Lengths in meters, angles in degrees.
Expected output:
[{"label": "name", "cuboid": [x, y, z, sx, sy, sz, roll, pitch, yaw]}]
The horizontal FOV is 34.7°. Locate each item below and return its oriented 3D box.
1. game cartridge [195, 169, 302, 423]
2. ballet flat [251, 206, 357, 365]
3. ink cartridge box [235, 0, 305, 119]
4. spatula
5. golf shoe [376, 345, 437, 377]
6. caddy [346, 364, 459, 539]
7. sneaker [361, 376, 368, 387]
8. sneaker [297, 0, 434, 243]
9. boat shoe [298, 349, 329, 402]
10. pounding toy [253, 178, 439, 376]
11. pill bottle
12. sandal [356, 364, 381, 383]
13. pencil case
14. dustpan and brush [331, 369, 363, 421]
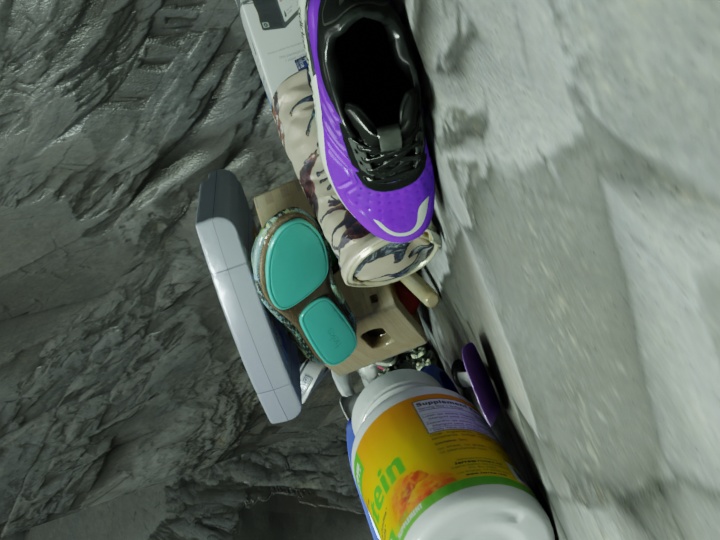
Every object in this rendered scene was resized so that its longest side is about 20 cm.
[{"label": "game cartridge", "cuboid": [-0.093, 0.025, 1.001, 0.133, 0.041, 0.201, -111, 2, -64]}, {"label": "ballet flat", "cuboid": [-0.057, 0.007, 0.960, 0.201, 0.074, 0.075, 73, 177, -50]}, {"label": "ink cartridge box", "cuboid": [-0.087, -0.276, 1.242, 0.145, 0.083, 0.201, -148, 40, -86]}, {"label": "spatula", "cuboid": [0.083, 0.081, 0.879, 0.200, 0.020, 0.057, 128, 120, -87]}, {"label": "golf shoe", "cuboid": [0.060, 0.126, 1.248, 0.088, 0.077, 0.200, 59, -172, -17]}, {"label": "caddy", "cuboid": [0.070, 0.186, 1.033, 0.141, 0.104, 0.201, -31, -76, -68]}, {"label": "sneaker", "cuboid": [0.014, 0.093, 1.496, 0.131, 0.079, 0.201, 52, 164, 57]}, {"label": "sneaker", "cuboid": [0.009, -0.091, 0.728, 0.100, 0.069, 0.201, -117, 9, -58]}, {"label": "boat shoe", "cuboid": [-0.060, 0.085, 1.268, 0.068, 0.072, 0.200, 31, -161, 4]}, {"label": "pounding toy", "cuboid": [0.000, 0.000, 1.122, 0.200, 0.141, 0.185, 50, -161, -68]}, {"label": "pill bottle", "cuboid": [0.056, 0.156, 0.851, 0.200, 0.110, 0.112, -122, 13, -62]}, {"label": "sandal", "cuboid": [0.020, 0.100, 1.365, 0.050, 0.082, 0.204, -28, 64, 45]}, {"label": "pencil case", "cuboid": [-0.004, -0.078, 0.908, 0.078, 0.089, 0.201, 16, -139, -48]}, {"label": "dustpan and brush", "cuboid": [0.009, 0.162, 1.276, 0.140, 0.057, 0.201, 48, -163, -41]}]
